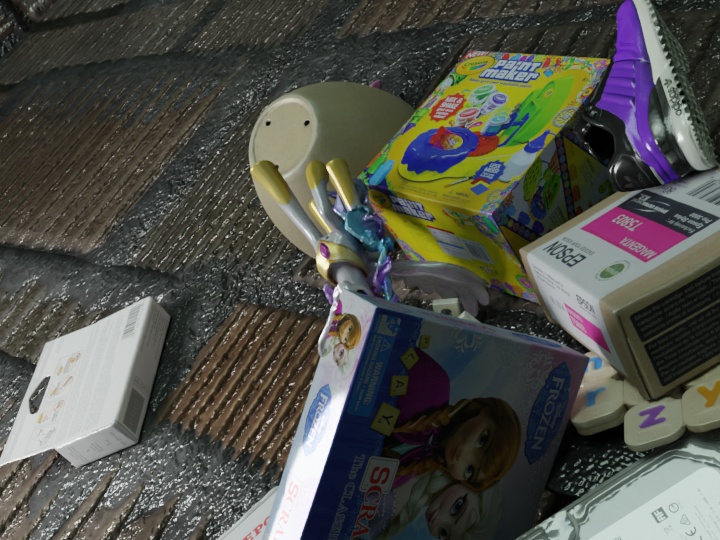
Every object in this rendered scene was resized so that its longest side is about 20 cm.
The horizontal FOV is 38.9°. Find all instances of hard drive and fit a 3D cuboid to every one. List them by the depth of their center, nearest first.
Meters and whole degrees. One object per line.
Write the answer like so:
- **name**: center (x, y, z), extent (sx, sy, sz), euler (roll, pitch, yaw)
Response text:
- **hard drive**: center (0.175, 0.200, 0.629), extent (0.199, 0.038, 0.140), euler (-34, 53, 8)

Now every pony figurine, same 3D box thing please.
- **pony figurine**: center (0.000, 0.000, 0.905), extent (0.166, 0.193, 0.201), euler (-35, 62, 16)

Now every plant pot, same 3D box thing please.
- **plant pot**: center (-0.042, -0.119, 1.091), extent (0.199, 0.134, 0.203), euler (-13, 68, 35)

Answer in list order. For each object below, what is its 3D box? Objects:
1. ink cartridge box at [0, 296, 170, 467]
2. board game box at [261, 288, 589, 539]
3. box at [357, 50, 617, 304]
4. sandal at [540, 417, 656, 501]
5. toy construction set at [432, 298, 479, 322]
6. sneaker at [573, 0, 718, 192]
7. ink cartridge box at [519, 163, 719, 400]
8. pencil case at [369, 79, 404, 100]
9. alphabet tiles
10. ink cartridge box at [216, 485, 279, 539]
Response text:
- **ink cartridge box**: center (-0.321, 0.140, 1.204), extent (0.175, 0.045, 0.201), euler (-23, 37, 22)
- **board game box**: center (0.043, 0.129, 0.664), extent (0.041, 0.198, 0.202), euler (25, 99, 52)
- **box**: center (0.139, -0.096, 0.970), extent (0.193, 0.122, 0.199), euler (-49, 35, -17)
- **sandal**: center (0.212, 0.132, 0.709), extent (0.198, 0.048, 0.076), euler (-9, 41, 21)
- **toy construction set**: center (0.044, 0.119, 0.788), extent (0.091, 0.132, 0.201), euler (-15, 28, 36)
- **sneaker**: center (0.217, -0.144, 0.834), extent (0.099, 0.069, 0.202), euler (-28, 41, 29)
- **ink cartridge box**: center (0.229, -0.005, 0.757), extent (0.164, 0.076, 0.200), euler (-29, 17, -3)
- **pencil case**: center (-0.039, -0.160, 1.238), extent (0.198, 0.094, 0.091), euler (-13, 27, 33)
- **alphabet tiles**: center (0.241, 0.057, 0.708), extent (0.198, 0.015, 0.196), euler (-24, 17, 22)
- **ink cartridge box**: center (-0.051, 0.277, 0.750), extent (0.144, 0.084, 0.200), euler (-40, 34, -3)
